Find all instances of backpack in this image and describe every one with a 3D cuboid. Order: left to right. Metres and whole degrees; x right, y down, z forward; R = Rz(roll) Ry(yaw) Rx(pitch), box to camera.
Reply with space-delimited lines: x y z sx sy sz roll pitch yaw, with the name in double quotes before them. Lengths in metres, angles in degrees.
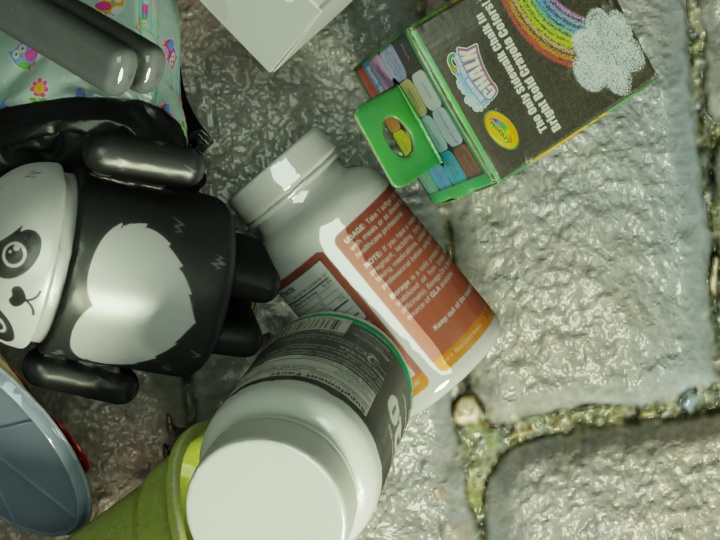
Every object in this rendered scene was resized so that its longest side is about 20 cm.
"backpack" -0.188 -0.154 0.925 0.165 0.127 0.202 -3 67 0

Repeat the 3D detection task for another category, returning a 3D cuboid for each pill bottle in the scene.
"pill bottle" -0.035 0.108 0.835 0.112 0.200 0.114 3 108 11
"pill bottle" 0.000 0.000 0.970 0.112 0.112 0.200 -40 95 -4

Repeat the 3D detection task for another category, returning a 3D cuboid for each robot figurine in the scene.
"robot figurine" -0.155 0.002 0.867 0.198 0.125 0.152 12 72 -22

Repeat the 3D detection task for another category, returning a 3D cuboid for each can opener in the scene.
"can opener" -0.213 -0.149 0.842 0.199 0.053 0.067 31 113 23

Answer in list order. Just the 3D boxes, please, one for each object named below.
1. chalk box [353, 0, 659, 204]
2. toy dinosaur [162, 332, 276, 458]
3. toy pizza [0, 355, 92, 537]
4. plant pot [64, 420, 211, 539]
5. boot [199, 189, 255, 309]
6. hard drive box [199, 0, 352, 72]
"chalk box" 0.084 -0.131 0.959 0.199 0.124 0.126 -32 95 -17
"toy dinosaur" -0.074 0.152 0.991 0.134 0.086 0.202 -7 98 -13
"toy pizza" -0.259 0.104 0.927 0.200 0.200 0.032 46 53 -5
"plant pot" -0.136 0.229 0.868 0.183 0.200 0.201 -28 95 15
"boot" -0.145 -0.041 0.979 0.073 0.075 0.201 -38 93 0
"hard drive box" -0.048 -0.257 0.931 0.156 0.077 0.200 45 49 -6
